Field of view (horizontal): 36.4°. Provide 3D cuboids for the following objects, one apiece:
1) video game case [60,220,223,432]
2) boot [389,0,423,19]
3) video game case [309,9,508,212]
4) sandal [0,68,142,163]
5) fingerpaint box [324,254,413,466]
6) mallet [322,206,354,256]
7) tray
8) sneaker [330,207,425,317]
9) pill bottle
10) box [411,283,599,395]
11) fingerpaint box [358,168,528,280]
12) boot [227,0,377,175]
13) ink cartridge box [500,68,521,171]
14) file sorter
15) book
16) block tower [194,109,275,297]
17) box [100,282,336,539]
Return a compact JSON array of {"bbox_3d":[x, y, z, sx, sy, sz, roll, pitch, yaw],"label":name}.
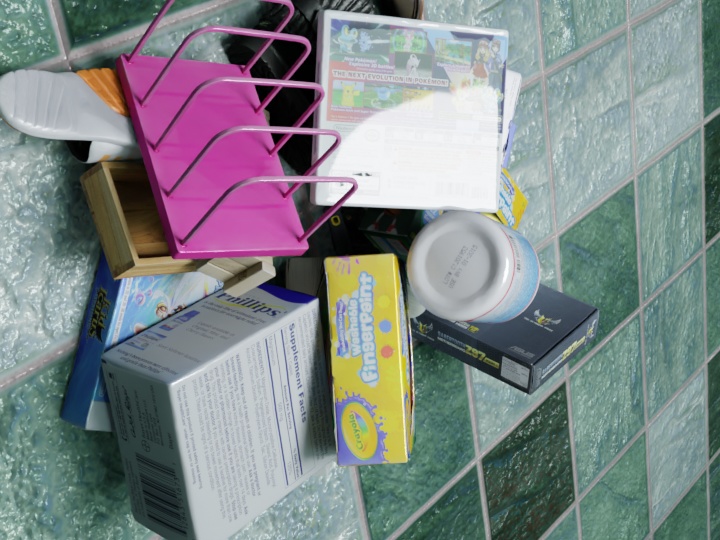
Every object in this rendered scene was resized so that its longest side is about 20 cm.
[{"bbox_3d":[-0.190,0.062,1.089,0.181,0.045,0.202,15,89,-51],"label":"video game case"},{"bbox_3d":[0.022,-0.335,1.222,0.201,0.096,0.075,90,-3,-51],"label":"boot"},{"bbox_3d":[0.049,-0.152,1.073,0.198,0.023,0.184,1,95,-21],"label":"video game case"},{"bbox_3d":[-0.248,-0.133,0.951,0.206,0.059,0.080,-4,67,-59],"label":"sandal"},{"bbox_3d":[0.015,0.088,1.127,0.167,0.073,0.202,21,65,-83],"label":"fingerpaint box"},{"bbox_3d":[0.000,0.000,1.252,0.065,0.041,0.201,-15,132,-7],"label":"mallet"},{"bbox_3d":[-0.167,-0.049,1.037,0.199,0.037,0.099,-6,73,-56],"label":"tray"},{"bbox_3d":[0.024,-0.022,1.306,0.200,0.071,0.073,52,33,-42],"label":"sneaker"},{"bbox_3d":[0.128,0.001,1.154,0.200,0.108,0.110,11,92,-68],"label":"pill bottle"},{"bbox_3d":[0.180,0.065,1.403,0.157,0.199,0.051,-31,135,-39],"label":"box"},{"bbox_3d":[0.104,-0.065,1.274,0.200,0.073,0.168,46,63,-47],"label":"fingerpaint box"},{"bbox_3d":[-0.036,-0.210,1.165,0.158,0.079,0.212,-51,134,-27],"label":"boot"},{"bbox_3d":[0.081,-0.154,1.135,0.198,0.076,0.138,14,90,-20],"label":"ink cartridge box"},{"bbox_3d":[-0.104,-0.129,0.951,0.138,0.125,0.202,-3,65,-40],"label":"file sorter"},{"bbox_3d":[-0.054,0.104,1.205,0.134,0.048,0.202,-86,173,-66],"label":"book"},{"bbox_3d":[-0.121,-0.080,1.042,0.058,0.054,0.202,27,47,-43],"label":"block tower"},{"bbox_3d":[-0.130,0.134,1.061,0.199,0.104,0.186,-29,123,-43],"label":"box"}]
